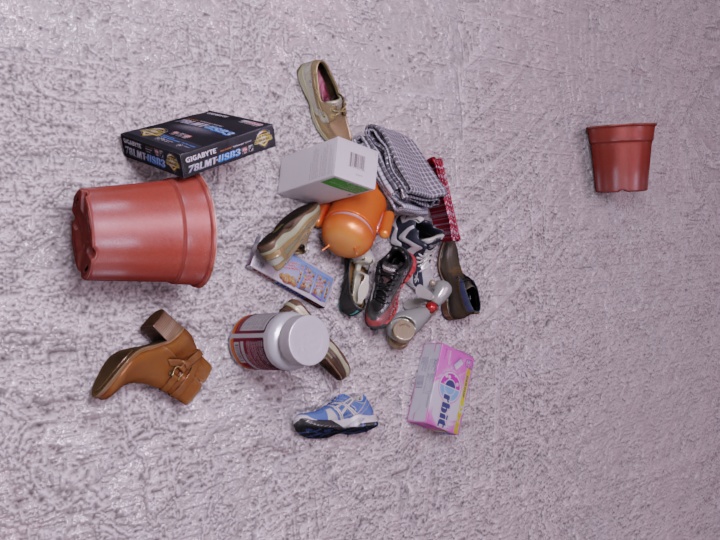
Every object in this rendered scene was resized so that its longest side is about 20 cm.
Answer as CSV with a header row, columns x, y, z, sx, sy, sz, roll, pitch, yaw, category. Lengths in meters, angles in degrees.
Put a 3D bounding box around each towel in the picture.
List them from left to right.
x,y,z,sx,sy,sz,roll,pitch,yaw,category
0.091,-0.221,1.701,0.166,0.086,0.200,4,53,-60,towel
0.179,-0.163,1.810,0.022,0.145,0.200,-15,96,-12,towel

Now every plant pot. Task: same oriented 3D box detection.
x,y,z,sx,sy,sz,roll,pitch,yaw,category
-0.369,-0.065,1.303,0.195,0.201,0.201,-4,88,-33,plant pot
0.768,-0.330,2.290,0.200,0.201,0.196,-8,99,-40,plant pot

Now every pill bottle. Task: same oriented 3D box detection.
x,y,z,sx,sy,sz,roll,pitch,yaw,category
-0.153,0.133,1.454,0.109,0.200,0.110,5,83,-39,pill bottle

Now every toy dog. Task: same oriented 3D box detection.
x,y,z,sx,sy,sz,roll,pitch,yaw,category
0.112,0.088,1.750,0.096,0.132,0.200,41,47,7,toy dog

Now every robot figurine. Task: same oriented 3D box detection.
x,y,z,sx,sy,sz,roll,pitch,yaw,category
-0.015,-0.108,1.639,0.144,0.117,0.200,34,50,-15,robot figurine

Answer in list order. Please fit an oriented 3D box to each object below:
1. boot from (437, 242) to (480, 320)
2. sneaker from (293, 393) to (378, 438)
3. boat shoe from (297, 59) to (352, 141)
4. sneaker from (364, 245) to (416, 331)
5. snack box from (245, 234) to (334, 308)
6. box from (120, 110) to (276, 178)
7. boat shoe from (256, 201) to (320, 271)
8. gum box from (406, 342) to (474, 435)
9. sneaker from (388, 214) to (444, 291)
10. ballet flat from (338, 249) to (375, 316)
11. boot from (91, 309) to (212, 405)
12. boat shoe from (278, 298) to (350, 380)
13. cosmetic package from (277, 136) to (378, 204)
x,y,z,sx,sy,sz,roll,pitch,yaw,category
0.243,0.018,1.863,0.075,0.097,0.200,-3,87,-40,boot
-0.057,0.301,1.612,0.200,0.076,0.077,5,60,-40,sneaker
-0.067,-0.355,1.664,0.074,0.066,0.200,-40,110,-35,boat shoe
0.057,0.031,1.682,0.201,0.071,0.098,-64,157,-19,sneaker
-0.141,0.004,1.592,0.200,0.024,0.072,32,64,-33,snack box
-0.288,-0.231,1.382,0.198,0.200,0.050,-28,125,-37,box
-0.134,-0.066,1.566,0.200,0.072,0.076,-48,115,-44,boat shoe
0.189,0.271,1.811,0.113,0.066,0.200,27,69,-34,gum box
0.146,-0.040,1.767,0.079,0.129,0.199,-28,103,-36,sneaker
0.000,0.000,1.681,0.068,0.068,0.200,12,77,-37,ballet flat
-0.358,0.187,1.363,0.200,0.074,0.155,-50,120,-29,boot
-0.105,0.156,1.582,0.075,0.075,0.202,-44,103,-26,boat shoe
-0.068,-0.196,1.560,0.107,0.200,0.085,14,75,-36,cosmetic package
